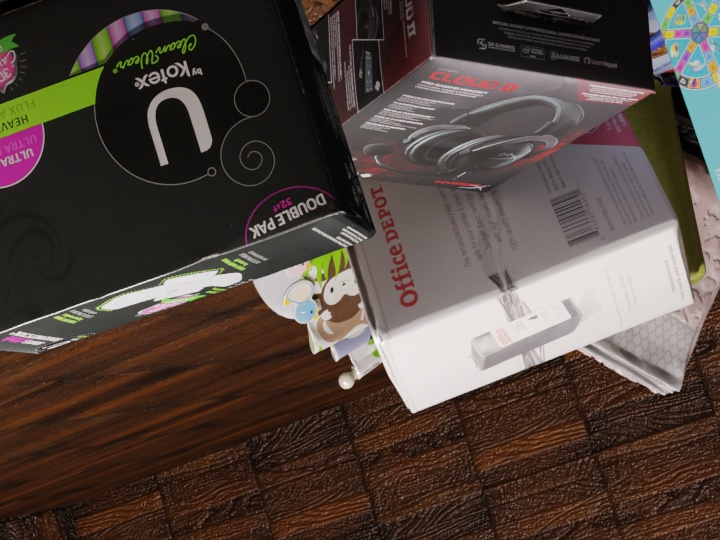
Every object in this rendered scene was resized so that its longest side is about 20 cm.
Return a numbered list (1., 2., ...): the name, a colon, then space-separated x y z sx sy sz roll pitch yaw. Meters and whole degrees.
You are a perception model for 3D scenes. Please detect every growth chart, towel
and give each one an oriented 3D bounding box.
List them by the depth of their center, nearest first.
1. growth chart: 0.000 0.000 1.413 0.144 0.201 0.018 -39 -136 -22
2. towel: 0.225 -0.017 1.476 0.199 0.193 0.032 27 172 -33

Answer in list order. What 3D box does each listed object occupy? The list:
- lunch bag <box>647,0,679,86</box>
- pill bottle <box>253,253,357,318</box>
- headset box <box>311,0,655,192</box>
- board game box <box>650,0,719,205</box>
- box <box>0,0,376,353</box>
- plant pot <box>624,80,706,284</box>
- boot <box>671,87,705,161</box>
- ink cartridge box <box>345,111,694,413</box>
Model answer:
1. lunch bag: 0.201 -0.172 1.082 0.159 0.076 0.200 -9 167 -34
2. pill bottle: 0.010 -0.025 1.501 0.199 0.107 0.106 -10 169 -41
3. headset box: 0.061 -0.116 1.027 0.147 0.078 0.200 5 163 -29
4. board game box: 0.196 -0.138 0.844 0.047 0.202 0.151 -13 171 -23
5. box: -0.113 -0.058 0.896 0.198 0.150 0.124 -19 173 6
6. plant pot: 0.165 -0.061 1.327 0.198 0.186 0.200 -17 172 -2
7. boot: 0.345 -0.150 1.469 0.209 0.080 0.158 -9 167 13
8. ink cartridge box: 0.095 -0.016 1.155 0.198 0.146 0.085 -20 135 3
